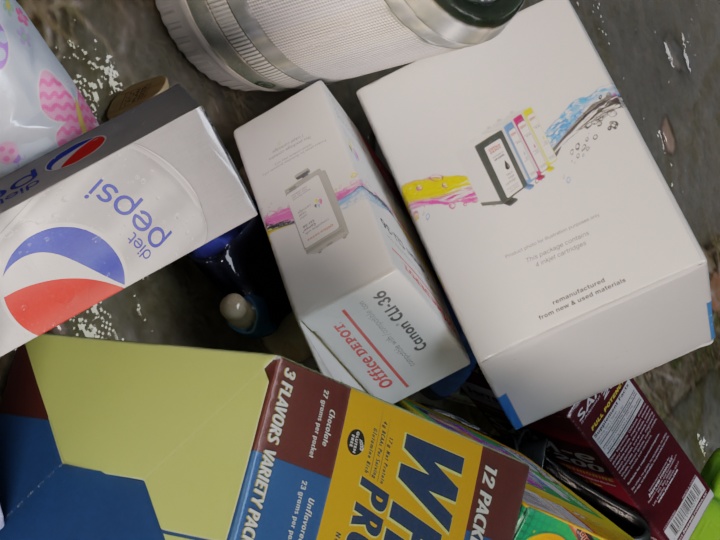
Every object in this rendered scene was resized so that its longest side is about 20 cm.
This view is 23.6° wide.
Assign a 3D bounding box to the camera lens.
[{"bbox_3d":[-0.008,-0.197,1.032,0.160,0.200,0.160,14,71,-48],"label":"camera lens"}]

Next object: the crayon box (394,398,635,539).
[{"bbox_3d":[0.082,0.144,1.016,0.119,0.200,0.058,27,93,-28],"label":"crayon box"}]

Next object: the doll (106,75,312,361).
[{"bbox_3d":[-0.078,-0.023,1.028,0.200,0.048,0.136,55,24,-29],"label":"doll"}]

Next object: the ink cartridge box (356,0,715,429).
[{"bbox_3d":[0.110,-0.035,1.069,0.147,0.145,0.200,56,10,-65],"label":"ink cartridge box"}]

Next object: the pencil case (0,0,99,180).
[{"bbox_3d":[-0.201,-0.102,0.870,0.200,0.083,0.091,58,30,-26],"label":"pencil case"}]

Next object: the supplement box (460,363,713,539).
[{"bbox_3d":[0.160,0.118,1.216,0.061,0.109,0.200,-55,133,-17],"label":"supplement box"}]

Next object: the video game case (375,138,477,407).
[{"bbox_3d":[0.072,-0.006,1.231,0.182,0.023,0.200,19,67,-47],"label":"video game case"}]

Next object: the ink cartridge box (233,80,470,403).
[{"bbox_3d":[0.000,0.000,1.019,0.116,0.067,0.200,50,16,-50],"label":"ink cartridge box"}]

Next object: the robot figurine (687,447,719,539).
[{"bbox_3d":[0.256,0.237,1.300,0.116,0.175,0.200,29,91,-3],"label":"robot figurine"}]

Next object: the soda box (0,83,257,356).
[{"bbox_3d":[-0.155,-0.013,0.832,0.200,0.068,0.063,-29,111,-7],"label":"soda box"}]

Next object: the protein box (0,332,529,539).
[{"bbox_3d":[-0.060,0.129,0.890,0.200,0.198,0.135,27,72,-45],"label":"protein box"}]

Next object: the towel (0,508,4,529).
[{"bbox_3d":[-0.223,0.079,0.757,0.147,0.024,0.200,-30,140,-36],"label":"towel"}]

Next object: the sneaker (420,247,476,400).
[{"bbox_3d":[0.088,-0.003,1.171,0.066,0.078,0.200,49,49,-35],"label":"sneaker"}]

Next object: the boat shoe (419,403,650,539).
[{"bbox_3d":[0.113,0.142,1.162,0.199,0.066,0.075,39,31,-7],"label":"boat shoe"}]
